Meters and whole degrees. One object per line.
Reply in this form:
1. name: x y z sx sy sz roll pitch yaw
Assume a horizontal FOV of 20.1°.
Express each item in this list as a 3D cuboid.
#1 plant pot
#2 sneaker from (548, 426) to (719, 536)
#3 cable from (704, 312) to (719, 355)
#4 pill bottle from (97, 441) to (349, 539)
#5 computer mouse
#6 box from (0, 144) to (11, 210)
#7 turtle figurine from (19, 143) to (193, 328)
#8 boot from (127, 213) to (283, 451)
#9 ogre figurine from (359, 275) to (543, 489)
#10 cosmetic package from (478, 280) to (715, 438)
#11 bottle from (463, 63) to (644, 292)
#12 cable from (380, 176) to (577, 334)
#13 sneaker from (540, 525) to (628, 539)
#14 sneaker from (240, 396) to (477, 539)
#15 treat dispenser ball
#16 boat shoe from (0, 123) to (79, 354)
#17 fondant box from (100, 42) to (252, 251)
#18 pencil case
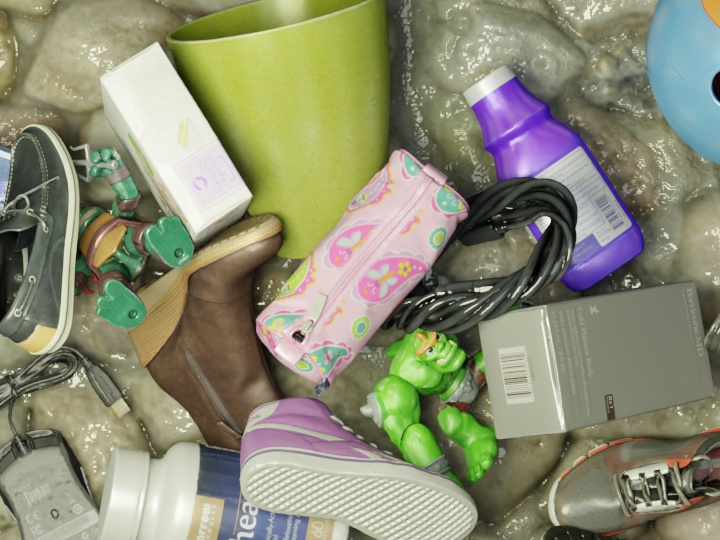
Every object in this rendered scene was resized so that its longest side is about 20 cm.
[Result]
1. plant pot: -0.050 -0.119 1.704 0.186 0.187 0.201 -13 106 -2
2. sneaker: 0.257 0.176 1.738 0.199 0.082 0.078 -19 89 -2
3. cable: 0.350 -0.013 1.741 0.050 0.097 0.200 40 85 15
4. pill bottle: -0.114 0.204 1.699 0.199 0.111 0.112 11 88 -11
5. computer mouse: -0.250 0.166 1.747 0.140 0.046 0.201 -32 85 -8
6. box: -0.340 -0.012 1.735 0.070 0.064 0.201 19 89 -1
7. turtle figurine: -0.215 -0.026 1.695 0.100 0.200 0.151 18 97 -34
8. boot: -0.098 0.057 1.705 0.200 0.072 0.167 -32 95 36
9. ogre figurine: 0.080 0.095 1.728 0.120 0.098 0.201 33 90 -5
10. cosmetic package: 0.197 0.072 1.686 0.199 0.090 0.108 -10 89 -40
11. bottle: 0.161 -0.082 1.750 0.083 0.065 0.201 -34 90 -3
12. cable: 0.094 -0.011 1.676 0.163 0.199 0.051 -49 119 -31
13. sneaker: 0.229 0.284 1.752 0.199 0.076 0.088 18 122 -12
14. sneaker: 0.000 0.154 1.665 0.199 0.115 0.073 18 120 -12
15. treat dispenser ball: 0.338 -0.181 1.690 0.199 0.201 0.202 0 88 -2
16. boat shoe: -0.270 -0.031 1.644 0.062 0.074 0.201 17 60 -38
17. fondant box: -0.153 -0.096 1.673 0.058 0.200 0.145 -32 90 -6
18. pencil case: 0.000 0.000 1.639 0.087 0.087 0.200 41 79 0
